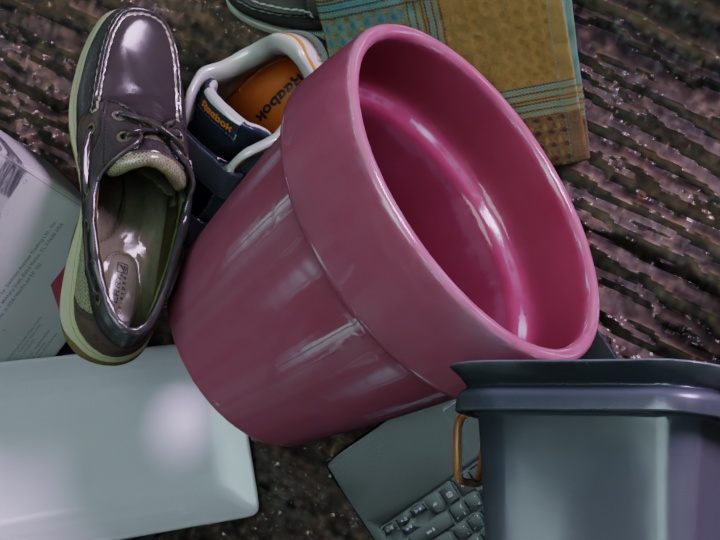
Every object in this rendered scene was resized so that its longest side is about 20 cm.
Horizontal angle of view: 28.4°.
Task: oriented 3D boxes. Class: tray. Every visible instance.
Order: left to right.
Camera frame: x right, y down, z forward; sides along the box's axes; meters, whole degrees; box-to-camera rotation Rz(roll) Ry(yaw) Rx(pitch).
[{"bbox_3d":[-0.156,0.102,0.817,0.022,0.198,0.109,-21,75,56],"label":"tray"}]

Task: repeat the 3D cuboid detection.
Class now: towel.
[{"bbox_3d":[0.047,-0.147,0.803,0.145,0.022,0.202,-6,115,16],"label":"towel"}]

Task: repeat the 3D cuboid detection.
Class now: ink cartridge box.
[{"bbox_3d":[-0.242,-0.017,0.776,0.146,0.200,0.085,-52,53,1],"label":"ink cartridge box"}]

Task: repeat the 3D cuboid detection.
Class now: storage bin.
[{"bbox_3d":[0.114,0.119,0.652,0.144,0.200,0.136,-2,78,24],"label":"storage bin"}]

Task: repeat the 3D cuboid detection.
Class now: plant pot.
[{"bbox_3d":[0.000,0.000,0.766,0.178,0.199,0.201,-33,75,29],"label":"plant pot"}]

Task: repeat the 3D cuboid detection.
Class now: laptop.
[{"bbox_3d":[0.096,0.144,0.761,0.176,0.103,0.201,-35,85,8],"label":"laptop"}]

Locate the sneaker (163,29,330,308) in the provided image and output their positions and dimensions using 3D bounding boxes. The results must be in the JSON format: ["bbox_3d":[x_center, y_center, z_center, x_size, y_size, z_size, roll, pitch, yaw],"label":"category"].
[{"bbox_3d":[-0.091,-0.065,0.853,0.078,0.079,0.201,40,96,15],"label":"sneaker"}]

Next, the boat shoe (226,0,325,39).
[{"bbox_3d":[0.006,-0.181,0.849,0.199,0.061,0.073,1,83,15],"label":"boat shoe"}]

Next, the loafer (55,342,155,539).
[{"bbox_3d":[-0.173,0.072,0.859,0.071,0.063,0.202,-23,78,32],"label":"loafer"}]

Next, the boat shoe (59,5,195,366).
[{"bbox_3d":[-0.118,-0.052,0.768,0.065,0.073,0.202,-19,67,56],"label":"boat shoe"}]
